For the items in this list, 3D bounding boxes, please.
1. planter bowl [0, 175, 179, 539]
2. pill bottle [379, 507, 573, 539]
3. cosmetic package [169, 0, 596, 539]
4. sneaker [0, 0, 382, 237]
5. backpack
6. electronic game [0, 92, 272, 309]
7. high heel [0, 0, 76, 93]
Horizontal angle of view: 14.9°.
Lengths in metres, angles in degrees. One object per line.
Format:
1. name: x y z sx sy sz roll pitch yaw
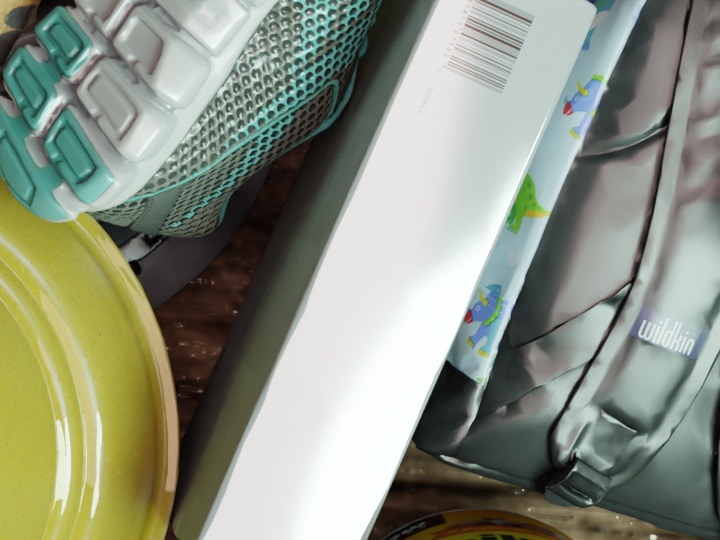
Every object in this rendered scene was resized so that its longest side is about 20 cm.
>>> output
1. planter bowl: -0.162 0.055 0.844 0.200 0.083 0.201 1 95 12
2. pill bottle: 0.041 0.134 0.854 0.109 0.200 0.109 0 92 -4
3. cosmetic package: 0.000 0.000 0.871 0.052 0.151 0.200 24 91 -10
4. sneaker: -0.024 -0.088 0.849 0.200 0.091 0.078 -45 59 9
5. backpack: 0.113 -0.029 0.890 0.163 0.154 0.200 13 110 -12
6. electronic game: -0.122 -0.071 0.916 0.200 0.042 0.200 -1 94 -11
7. high heel: -0.111 -0.149 0.846 0.142 0.071 0.200 -9 109 -17
